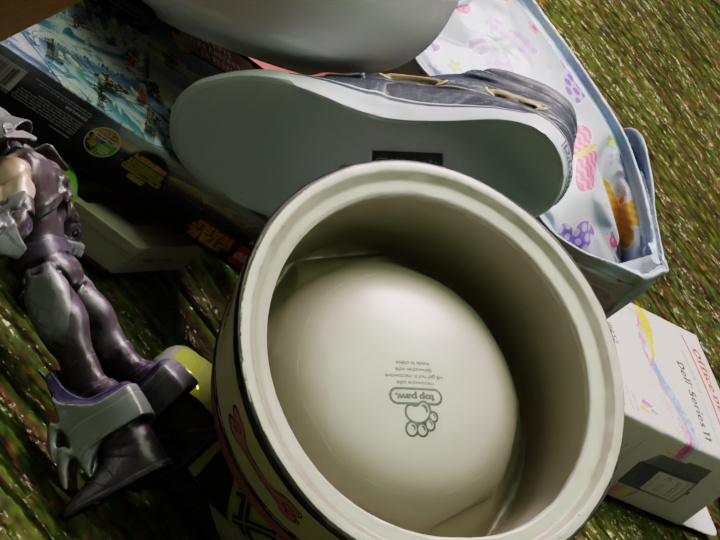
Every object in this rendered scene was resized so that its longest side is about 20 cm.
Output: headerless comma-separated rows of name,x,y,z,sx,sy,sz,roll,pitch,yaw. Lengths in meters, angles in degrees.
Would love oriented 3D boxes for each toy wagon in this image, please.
toy wagon,-0.150,-0.088,1.333,0.201,0.040,0.155,58,26,16

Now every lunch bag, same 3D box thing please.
lunch bag,0.071,-0.042,1.461,0.127,0.170,0.201,-30,81,-39

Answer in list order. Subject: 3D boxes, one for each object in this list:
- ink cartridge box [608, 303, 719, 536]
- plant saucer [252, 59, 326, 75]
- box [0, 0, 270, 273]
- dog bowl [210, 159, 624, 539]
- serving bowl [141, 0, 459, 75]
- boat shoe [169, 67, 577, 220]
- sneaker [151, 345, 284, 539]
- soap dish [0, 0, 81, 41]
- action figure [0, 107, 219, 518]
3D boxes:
ink cartridge box,0.171,0.083,1.594,0.199,0.067,0.118,25,36,-42
plant saucer,-0.100,-0.165,1.519,0.200,0.037,0.200,56,25,11
box,-0.121,-0.097,1.299,0.200,0.040,0.137,34,31,-30
dog bowl,0.019,0.055,1.177,0.199,0.074,0.202,12,63,-24
serving bowl,-0.053,-0.145,1.297,0.199,0.066,0.200,21,7,-3
boat shoe,0.010,-0.066,1.264,0.199,0.071,0.091,8,19,8
sneaker,-0.028,0.112,1.225,0.200,0.076,0.075,52,27,4
soap dish,-0.197,-0.167,1.198,0.081,0.199,0.158,53,18,-40
action figure,-0.142,0.008,1.170,0.201,0.069,0.130,62,15,8
